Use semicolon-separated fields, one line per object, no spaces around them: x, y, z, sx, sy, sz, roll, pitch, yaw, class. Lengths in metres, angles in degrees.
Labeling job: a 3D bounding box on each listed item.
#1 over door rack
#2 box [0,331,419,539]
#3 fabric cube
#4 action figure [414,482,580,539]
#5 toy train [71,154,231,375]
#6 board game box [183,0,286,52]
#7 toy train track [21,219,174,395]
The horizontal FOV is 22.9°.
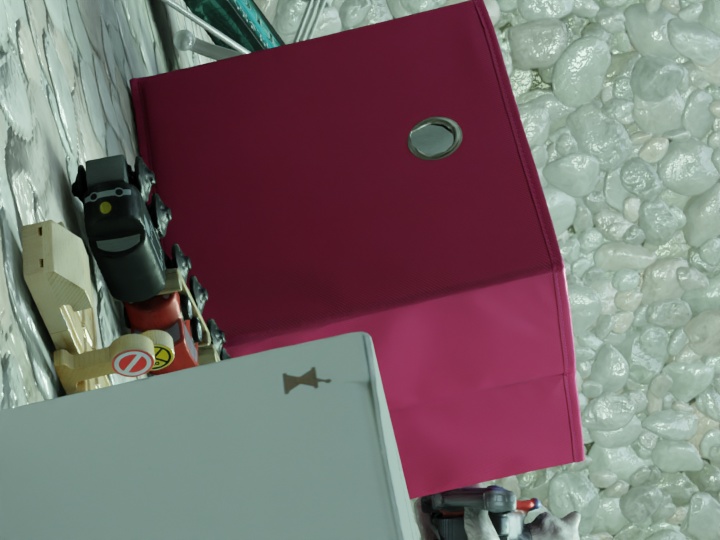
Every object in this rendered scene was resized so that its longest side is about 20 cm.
-0.075;-0.206;1.076;0.200;0.067;0.148;34;74;-61;over door rack
-0.022;0.143;0.408;0.152;0.106;0.200;-101;178;-56;box
0.000;0.000;0.979;0.200;0.199;0.196;76;2;-53;fabric cube
0.045;0.188;1.105;0.200;0.193;0.105;71;7;-82;action figure
-0.083;0.020;0.760;0.200;0.034;0.046;75;6;-59;toy train
-0.088;-0.176;1.237;0.200;0.028;0.135;54;8;-18;board game box
-0.077;0.056;0.639;0.200;0.033;0.115;77;0;-48;toy train track
